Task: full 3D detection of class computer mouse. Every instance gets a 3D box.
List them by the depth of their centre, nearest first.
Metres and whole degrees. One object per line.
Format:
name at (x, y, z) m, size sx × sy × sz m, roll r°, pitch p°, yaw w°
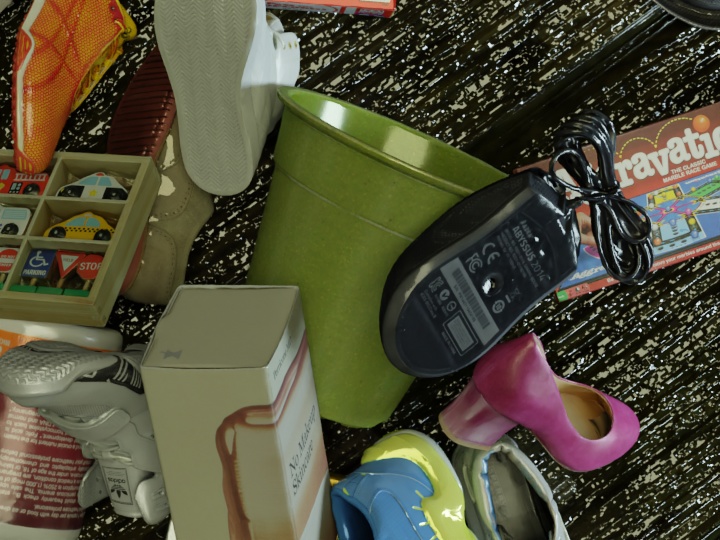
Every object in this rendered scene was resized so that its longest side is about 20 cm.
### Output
computer mouse at (0.089, -0.008, 1.338) m, size 0.200 × 0.053 × 0.139 m, roll -34°, pitch 126°, yaw -13°

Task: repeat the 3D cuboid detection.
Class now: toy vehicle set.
toy vehicle set at (-0.247, -0.026, 1.418) m, size 0.199 × 0.027 × 0.124 m, roll 4°, pitch 55°, yaw 19°

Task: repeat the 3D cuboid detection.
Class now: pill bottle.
pill bottle at (-0.240, 0.128, 1.441) m, size 0.114 × 0.114 × 0.201 m, roll 13°, pitch 89°, yaw -4°

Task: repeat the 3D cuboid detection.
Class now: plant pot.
plant pot at (0.000, 0.000, 1.435) m, size 0.200 × 0.200 × 0.190 m, roll 22°, pitch 101°, yaw -3°

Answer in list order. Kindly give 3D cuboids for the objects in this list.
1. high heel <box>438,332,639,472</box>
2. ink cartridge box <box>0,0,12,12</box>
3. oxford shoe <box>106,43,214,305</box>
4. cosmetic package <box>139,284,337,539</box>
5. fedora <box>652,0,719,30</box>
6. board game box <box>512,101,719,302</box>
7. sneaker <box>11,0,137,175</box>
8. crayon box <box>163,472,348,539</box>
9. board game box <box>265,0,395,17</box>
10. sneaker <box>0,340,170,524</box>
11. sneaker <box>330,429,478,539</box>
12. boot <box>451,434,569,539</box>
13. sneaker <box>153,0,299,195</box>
high heel at (0.147, 0.083, 1.437) m, size 0.096 × 0.200 × 0.067 m, roll -47°, pitch 49°, yaw 30°
ink cartridge box at (-0.321, -0.212, 1.423) m, size 0.200 × 0.084 × 0.145 m, roll -46°, pitch 62°, yaw -2°
oxford shoe at (-0.138, -0.072, 1.484) m, size 0.075 × 0.070 × 0.201 m, roll 20°, pitch 83°, yaw -35°
cosmetic package at (-0.075, 0.119, 1.358) m, size 0.087 × 0.103 × 0.200 m, roll -1°, pitch 122°, yaw 14°
fedora at (0.268, -0.275, 1.485) m, size 0.176 × 0.090 × 0.200 m, roll 19°, pitch 89°, yaw -4°
board game box at (0.221, -0.056, 1.519) m, size 0.200 × 0.019 × 0.103 m, roll -19°, pitch 90°, yaw -3°
sneaker at (-0.197, -0.156, 1.439) m, size 0.077 × 0.073 × 0.200 m, roll 14°, pitch 67°, yaw -4°
crayon box at (-0.041, 0.205, 1.485) m, size 0.199 × 0.052 × 0.126 m, roll 12°, pitch 89°, yaw -3°
board game box at (-0.045, -0.287, 1.488) m, size 0.151 × 0.046 × 0.201 m, roll 3°, pitch 90°, yaw -4°
sneaker at (-0.166, 0.108, 1.372) m, size 0.075 × 0.200 × 0.115 m, roll 8°, pitch 92°, yaw 32°
sneaker at (0.043, 0.212, 1.414) m, size 0.105 × 0.076 × 0.200 m, roll -25°, pitch 80°, yaw -36°
boot at (0.119, 0.210, 1.473) m, size 0.073 × 0.096 × 0.200 m, roll -25°, pitch 92°, yaw -3°
sneaker at (-0.088, -0.166, 1.427) m, size 0.073 × 0.116 × 0.200 m, roll 9°, pitch 126°, yaw 11°
